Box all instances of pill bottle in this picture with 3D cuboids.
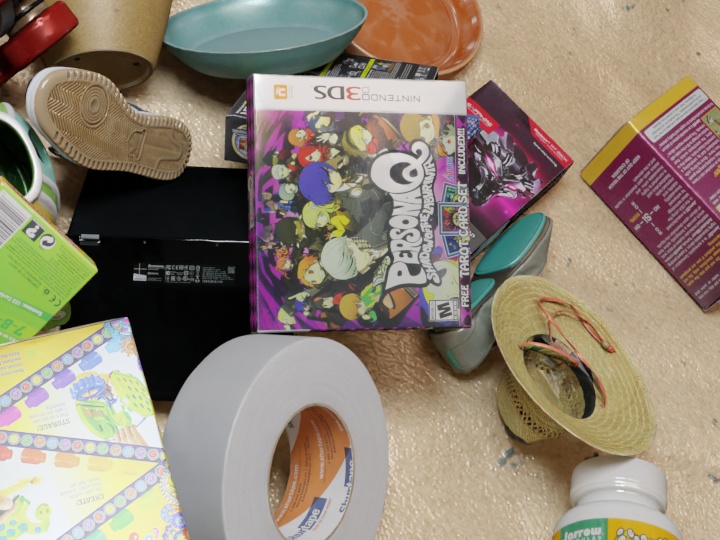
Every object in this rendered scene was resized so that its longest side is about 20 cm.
[{"bbox_3d":[0.212,0.262,1.054,0.112,0.113,0.202,20,54,-14],"label":"pill bottle"}]

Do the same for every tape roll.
[{"bbox_3d":[-0.060,0.149,0.948,0.199,0.065,0.203,-3,94,-55],"label":"tape roll"}]

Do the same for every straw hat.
[{"bbox_3d":[0.167,0.106,1.139,0.200,0.085,0.202,28,34,-21],"label":"straw hat"}]

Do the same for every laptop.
[{"bbox_3d":[-0.146,0.005,1.064,0.184,0.116,0.203,2,86,-3],"label":"laptop"}]

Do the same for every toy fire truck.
[{"bbox_3d":[-0.332,-0.181,1.010,0.113,0.199,0.168,51,46,-16],"label":"toy fire truck"}]

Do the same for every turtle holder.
[{"bbox_3d":[-0.296,-0.045,0.972,0.139,0.131,0.188,4,74,-33],"label":"turtle holder"}]

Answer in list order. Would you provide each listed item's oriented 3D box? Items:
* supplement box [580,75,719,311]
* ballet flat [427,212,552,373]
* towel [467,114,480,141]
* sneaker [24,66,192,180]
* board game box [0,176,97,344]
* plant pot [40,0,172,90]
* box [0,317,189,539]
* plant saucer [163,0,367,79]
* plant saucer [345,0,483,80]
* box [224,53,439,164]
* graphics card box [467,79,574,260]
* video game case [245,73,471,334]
[{"bbox_3d":[0.355,-0.083,1.346,0.130,0.103,0.200,-33,78,-37],"label":"supplement box"},{"bbox_3d":[0.131,0.023,1.205,0.200,0.067,0.064,-46,114,-38],"label":"ballet flat"},{"bbox_3d":[0.018,-0.116,1.176,0.143,0.024,0.200,16,30,17],"label":"towel"},{"bbox_3d":[-0.232,-0.123,1.041,0.107,0.200,0.071,18,89,25],"label":"sneaker"},{"bbox_3d":[-0.292,0.037,0.915,0.200,0.030,0.096,-46,115,-3],"label":"board game box"},{"bbox_3d":[-0.239,-0.269,1.136,0.184,0.186,0.203,0,75,-26],"label":"plant pot"},{"bbox_3d":[-0.190,0.170,0.842,0.120,0.201,0.195,-12,66,-18],"label":"box"},{"bbox_3d":[-0.090,-0.218,1.196,0.197,0.036,0.201,-4,27,2],"label":"plant saucer"},{"bbox_3d":[0.037,-0.281,1.356,0.198,0.032,0.203,13,56,-20],"label":"plant saucer"},{"bbox_3d":[-0.020,-0.144,1.151,0.158,0.045,0.201,9,28,7],"label":"box"},{"bbox_3d":[0.111,-0.095,1.265,0.126,0.051,0.200,46,53,7],"label":"graphics card box"},{"bbox_3d":[-0.001,-0.052,1.013,0.179,0.036,0.203,0,88,-16],"label":"video game case"}]
